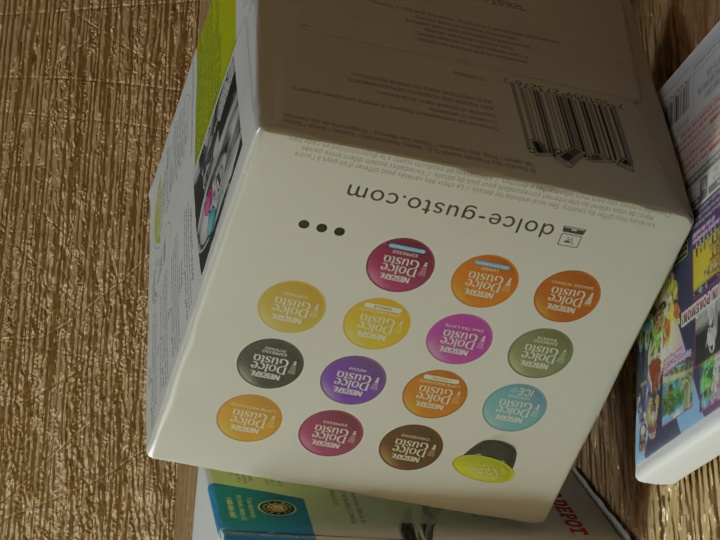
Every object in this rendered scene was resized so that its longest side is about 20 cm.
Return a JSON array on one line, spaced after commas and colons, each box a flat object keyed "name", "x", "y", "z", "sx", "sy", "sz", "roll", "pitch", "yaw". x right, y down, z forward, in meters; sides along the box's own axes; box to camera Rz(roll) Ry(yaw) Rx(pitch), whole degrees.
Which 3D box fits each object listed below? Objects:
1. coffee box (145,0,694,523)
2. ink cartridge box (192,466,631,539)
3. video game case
[{"name": "coffee box", "x": 0.016, "y": -0.029, "z": 1.077, "sx": 0.200, "sy": 0.199, "sz": 0.198, "roll": -97, "pitch": 23, "yaw": -51}, {"name": "ink cartridge box", "x": 0.019, "y": 0.149, "z": 1.139, "sx": 0.146, "sy": 0.200, "sz": 0.086, "roll": -124, "pitch": 39, "yaw": -76}, {"name": "video game case", "x": 0.157, "y": -0.018, "z": 0.961, "sx": 0.200, "sy": 0.023, "sz": 0.183, "roll": 125, "pitch": 150, "yaw": -70}]
